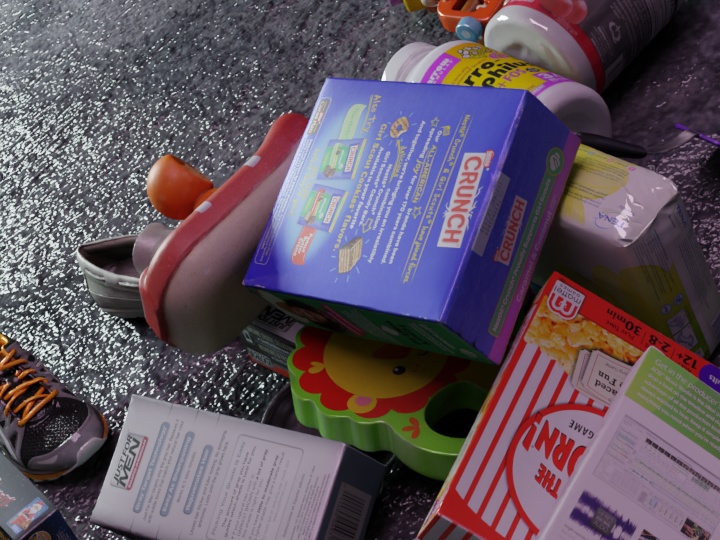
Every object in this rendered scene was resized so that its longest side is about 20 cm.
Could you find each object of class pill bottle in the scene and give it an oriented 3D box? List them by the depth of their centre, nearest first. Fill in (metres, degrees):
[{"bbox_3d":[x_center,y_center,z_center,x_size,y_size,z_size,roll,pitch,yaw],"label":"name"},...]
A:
[{"bbox_3d":[0.104,-0.126,1.552,0.104,0.105,0.199,-41,41,-19],"label":"pill bottle"},{"bbox_3d":[0.205,-0.231,1.609,0.110,0.111,0.200,21,57,42],"label":"pill bottle"}]

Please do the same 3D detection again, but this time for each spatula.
[{"bbox_3d":[0.222,-0.094,1.423,0.199,0.021,0.056,-4,23,-37],"label":"spatula"}]

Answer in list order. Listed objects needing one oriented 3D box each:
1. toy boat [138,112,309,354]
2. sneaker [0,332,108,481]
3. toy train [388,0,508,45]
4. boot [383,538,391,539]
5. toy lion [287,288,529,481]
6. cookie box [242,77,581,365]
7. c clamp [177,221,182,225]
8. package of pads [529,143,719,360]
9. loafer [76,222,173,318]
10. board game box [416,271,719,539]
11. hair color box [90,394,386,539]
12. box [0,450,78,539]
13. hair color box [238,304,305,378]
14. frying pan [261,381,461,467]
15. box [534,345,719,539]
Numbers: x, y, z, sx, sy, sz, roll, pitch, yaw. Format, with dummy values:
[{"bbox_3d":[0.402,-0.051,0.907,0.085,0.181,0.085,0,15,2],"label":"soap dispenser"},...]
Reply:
[{"bbox_3d":[-0.107,-0.044,1.438,0.130,0.131,0.200,37,66,19],"label":"toy boat"},{"bbox_3d":[-0.276,0.102,1.527,0.078,0.078,0.199,-41,42,-22],"label":"sneaker"},{"bbox_3d":[0.110,-0.275,1.761,0.149,0.056,0.201,6,51,32],"label":"toy train"},{"bbox_3d":[0.028,0.261,1.193,0.130,0.068,0.200,-41,39,-10],"label":"boot"},{"bbox_3d":[0.048,0.079,1.348,0.190,0.069,0.201,-16,38,-10],"label":"toy lion"},{"bbox_3d":[0.034,-0.039,1.318,0.199,0.075,0.173,10,74,46],"label":"cookie box"},{"bbox_3d":[-0.043,-0.070,1.631,0.199,0.027,0.171,-38,40,-14],"label":"c clamp"},{"bbox_3d":[0.161,-0.023,1.361,0.068,0.155,0.199,-45,43,-17],"label":"package of pads"},{"bbox_3d":[-0.158,-0.003,1.558,0.199,0.070,0.070,-9,39,39],"label":"loafer"},{"bbox_3d":[0.145,0.121,1.223,0.151,0.046,0.201,29,59,-1],"label":"board game box"},{"bbox_3d":[-0.089,0.159,1.345,0.199,0.061,0.100,9,75,35],"label":"hair color box"},{"bbox_3d":[-0.249,0.181,1.373,0.038,0.137,0.200,-39,40,-16],"label":"box"},{"bbox_3d":[0.000,0.000,1.501,0.101,0.062,0.200,22,58,44],"label":"hair color box"},{"bbox_3d":[0.019,0.112,1.384,0.188,0.031,0.116,-9,50,9],"label":"frying pan"},{"bbox_3d":[0.191,0.163,1.168,0.144,0.036,0.201,35,60,2],"label":"box"}]
